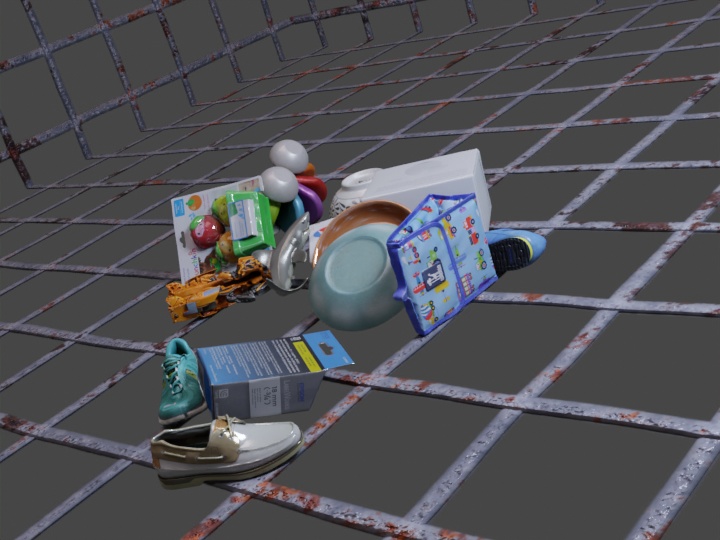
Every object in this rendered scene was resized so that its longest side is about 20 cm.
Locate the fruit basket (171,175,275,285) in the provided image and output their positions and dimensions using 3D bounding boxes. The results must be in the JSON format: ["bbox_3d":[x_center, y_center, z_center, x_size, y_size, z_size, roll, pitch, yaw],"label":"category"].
[{"bbox_3d":[-0.272,-0.077,2.003,0.200,0.186,0.094,-11,-12,10],"label":"fruit basket"}]

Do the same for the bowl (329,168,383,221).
[{"bbox_3d":[0.017,-0.142,2.025,0.200,0.094,0.201,-16,22,7],"label":"bowl"}]

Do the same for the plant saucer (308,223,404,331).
[{"bbox_3d":[0.000,0.000,1.631,0.201,0.039,0.201,-14,55,20],"label":"plant saucer"}]

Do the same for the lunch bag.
[{"bbox_3d":[0.106,-0.009,1.549,0.094,0.151,0.200,1,28,39],"label":"lunch bag"}]

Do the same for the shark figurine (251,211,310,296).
[{"bbox_3d":[-0.148,-0.007,1.799,0.128,0.089,0.215,-56,16,35],"label":"shark figurine"}]

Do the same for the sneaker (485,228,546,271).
[{"bbox_3d":[0.204,-0.033,1.663,0.200,0.066,0.078,-2,15,35],"label":"sneaker"}]

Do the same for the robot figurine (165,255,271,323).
[{"bbox_3d":[-0.252,0.031,1.866,0.200,0.058,0.145,-20,22,-4],"label":"robot figurine"}]

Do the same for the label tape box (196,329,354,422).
[{"bbox_3d":[-0.122,0.148,1.453,0.200,0.063,0.144,-6,18,-15],"label":"label tape box"}]

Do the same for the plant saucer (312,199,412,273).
[{"bbox_3d":[0.018,-0.022,1.691,0.200,0.037,0.200,-11,60,20],"label":"plant saucer"}]

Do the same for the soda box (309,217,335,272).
[{"bbox_3d":[-0.053,-0.032,1.855,0.068,0.064,0.200,-17,21,3],"label":"soda box"}]

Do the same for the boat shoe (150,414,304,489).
[{"bbox_3d":[-0.174,0.224,1.317,0.200,0.069,0.075,-16,22,5],"label":"boat shoe"}]

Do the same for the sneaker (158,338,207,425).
[{"bbox_3d":[-0.272,0.166,1.525,0.077,0.080,0.200,-19,22,-3],"label":"sneaker"}]

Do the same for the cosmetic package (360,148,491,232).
[{"bbox_3d":[0.121,-0.117,1.822,0.199,0.123,0.200,-11,16,13],"label":"cosmetic package"}]

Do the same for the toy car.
[{"bbox_3d":[-0.145,-0.153,2.125,0.150,0.175,0.200,23,45,-8],"label":"toy car"}]
